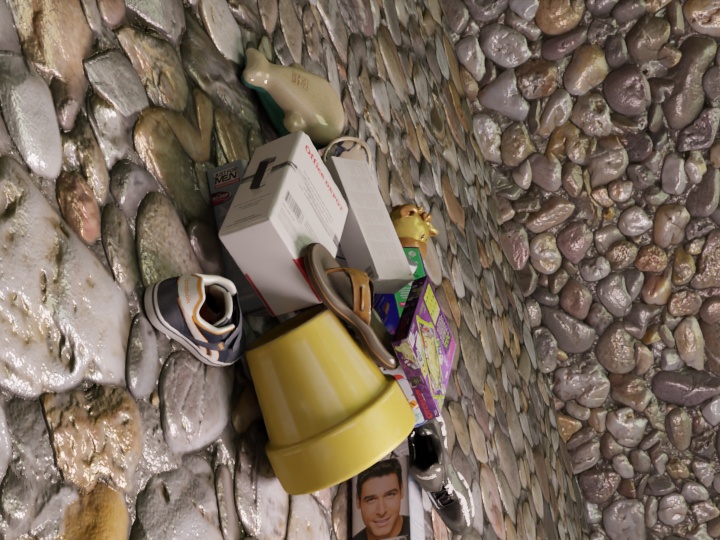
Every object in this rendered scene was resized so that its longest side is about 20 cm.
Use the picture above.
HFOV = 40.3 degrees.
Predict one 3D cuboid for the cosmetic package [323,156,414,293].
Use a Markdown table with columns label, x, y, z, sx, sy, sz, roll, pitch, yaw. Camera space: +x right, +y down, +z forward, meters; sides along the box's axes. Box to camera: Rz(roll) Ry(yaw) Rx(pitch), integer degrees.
| label | x | y | z | sx | sy | sz | roll | pitch | yaw |
| --- | --- | --- | --- | --- | --- | --- | --- | --- | --- |
| cosmetic package | 0.003 | -0.065 | 1.428 | 0.082 | 0.050 | 0.203 | 2 | 60 | -46 |

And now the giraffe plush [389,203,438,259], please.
| label | x | y | z | sx | sy | sz | roll | pitch | yaw |
| --- | --- | --- | --- | --- | --- | --- | --- | --- | --- |
| giraffe plush | 0.058 | -0.050 | 1.789 | 0.172 | 0.160 | 0.204 | -27 | 102 | -70 |

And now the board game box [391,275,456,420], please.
| label | x | y | z | sx | sy | sz | roll | pitch | yaw |
| --- | --- | --- | --- | --- | --- | --- | --- | --- | --- |
| board game box | 0.090 | 0.101 | 1.345 | 0.121 | 0.032 | 0.200 | 63 | 20 | -15 |

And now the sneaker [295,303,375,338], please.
| label | x | y | z | sx | sy | sz | roll | pitch | yaw |
| --- | --- | --- | --- | --- | --- | --- | --- | --- | --- |
| sneaker | -0.049 | 0.049 | 1.407 | 0.199 | 0.071 | 0.082 | 30 | -4 | 46 |

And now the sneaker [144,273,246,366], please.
| label | x | y | z | sx | sy | sz | roll | pitch | yaw |
| --- | --- | --- | --- | --- | --- | --- | --- | --- | --- |
| sneaker | -0.173 | 0.061 | 1.178 | 0.200 | 0.078 | 0.080 | 40 | 38 | -62 |

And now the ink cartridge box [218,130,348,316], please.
| label | x | y | z | sx | sy | sz | roll | pitch | yaw |
| --- | --- | --- | --- | --- | --- | --- | --- | --- | --- |
| ink cartridge box | -0.096 | -0.065 | 1.300 | 0.145 | 0.083 | 0.202 | 59 | 29 | -31 |

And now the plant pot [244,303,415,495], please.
| label | x | y | z | sx | sy | sz | roll | pitch | yaw |
| --- | --- | --- | --- | --- | --- | --- | --- | --- | --- |
| plant pot | -0.055 | 0.157 | 1.280 | 0.191 | 0.199 | 0.201 | 62 | 20 | -6 |

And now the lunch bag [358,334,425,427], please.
| label | x | y | z | sx | sy | sz | roll | pitch | yaw |
| --- | --- | --- | --- | --- | --- | --- | --- | --- | --- |
| lunch bag | 0.011 | 0.155 | 1.422 | 0.076 | 0.196 | 0.162 | -82 | 166 | -46 |

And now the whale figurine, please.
| label | x | y | z | sx | sy | sz | roll | pitch | yaw |
| --- | --- | --- | --- | --- | --- | --- | --- | --- | --- |
| whale figurine | -0.121 | -0.270 | 1.588 | 0.198 | 0.103 | 0.161 | 29 | 43 | -31 |

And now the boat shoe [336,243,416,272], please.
| label | x | y | z | sx | sy | sz | roll | pitch | yaw |
| --- | --- | --- | --- | --- | --- | --- | --- | --- | --- |
| boat shoe | 0.002 | 0.003 | 1.502 | 0.200 | 0.087 | 0.074 | 8 | 26 | -50 |

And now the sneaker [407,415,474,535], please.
| label | x | y | z | sx | sy | sz | roll | pitch | yaw |
| --- | --- | --- | --- | --- | --- | --- | --- | --- | --- |
| sneaker | 0.113 | 0.311 | 1.480 | 0.090 | 0.066 | 0.203 | -17 | 87 | -68 |

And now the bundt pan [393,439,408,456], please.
| label | x | y | z | sx | sy | sz | roll | pitch | yaw |
| --- | --- | --- | --- | --- | --- | --- | --- | --- | --- |
| bundt pan | 0.092 | 0.238 | 1.790 | 0.202 | 0.075 | 0.206 | -14 | 90 | -74 |

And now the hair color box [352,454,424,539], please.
| label | x | y | z | sx | sy | sz | roll | pitch | yaw |
| --- | --- | --- | --- | --- | --- | --- | --- | --- | --- |
| hair color box | 0.042 | 0.392 | 1.483 | 0.061 | 0.097 | 0.203 | 51 | 30 | -46 |

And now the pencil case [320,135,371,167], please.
| label | x | y | z | sx | sy | sz | roll | pitch | yaw |
| --- | --- | --- | --- | --- | --- | --- | --- | --- | --- |
| pencil case | -0.035 | -0.165 | 1.604 | 0.091 | 0.077 | 0.200 | -66 | -172 | -6 |

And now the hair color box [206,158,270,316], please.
| label | x | y | z | sx | sy | sz | roll | pitch | yaw |
| --- | --- | --- | --- | --- | --- | --- | --- | --- | --- |
| hair color box | -0.146 | -0.043 | 1.356 | 0.099 | 0.060 | 0.204 | 10 | 66 | -68 |

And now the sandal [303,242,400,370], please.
| label | x | y | z | sx | sy | sz | roll | pitch | yaw |
| --- | --- | --- | --- | --- | --- | --- | --- | --- | --- |
| sandal | 0.000 | 0.040 | 1.251 | 0.201 | 0.054 | 0.082 | 53 | 22 | -11 |

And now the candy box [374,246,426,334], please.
| label | x | y | z | sx | sy | sz | roll | pitch | yaw |
| --- | --- | --- | --- | --- | --- | --- | --- | --- | --- |
| candy box | 0.061 | 0.089 | 1.651 | 0.170 | 0.076 | 0.203 | 116 | -32 | -49 |
